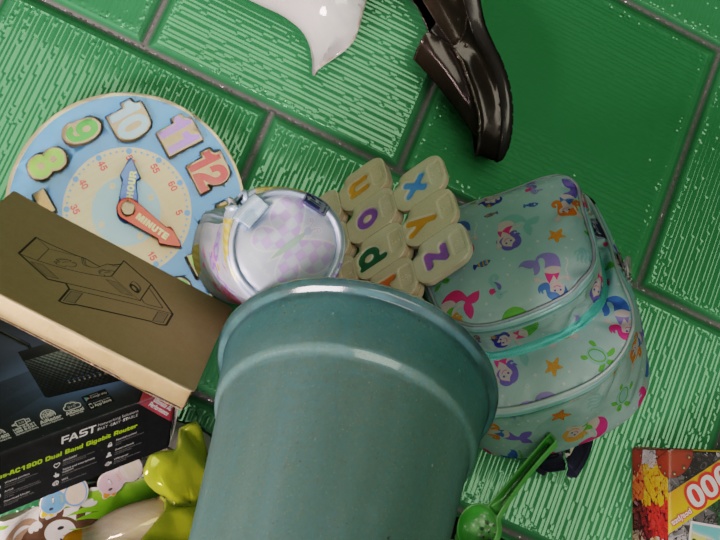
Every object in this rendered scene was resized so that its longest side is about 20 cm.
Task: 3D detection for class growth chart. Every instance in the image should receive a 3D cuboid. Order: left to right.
[{"bbox_3d":[-0.220,0.217,0.837,0.198,0.018,0.146,-24,128,-15],"label":"growth chart"}]

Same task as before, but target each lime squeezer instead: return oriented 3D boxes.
[{"bbox_3d":[0.067,0.197,0.803,0.199,0.071,0.038,-31,65,-11],"label":"lime squeezer"}]

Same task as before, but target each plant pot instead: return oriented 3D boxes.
[{"bbox_3d":[-0.019,0.145,0.692,0.198,0.201,0.197,22,45,-8],"label":"plant pot"}]

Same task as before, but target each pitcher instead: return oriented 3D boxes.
[{"bbox_3d":[-0.060,-0.295,0.941,0.200,0.121,0.172,43,55,-14],"label":"pitcher"}]

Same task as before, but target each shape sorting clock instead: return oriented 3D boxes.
[{"bbox_3d":[-0.193,-0.049,0.907,0.197,0.039,0.203,2,82,-12],"label":"shape sorting clock"}]

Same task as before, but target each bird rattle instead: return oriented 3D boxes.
[{"bbox_3d":[-0.133,0.213,0.831,0.161,0.201,0.114,-17,52,1],"label":"bird rattle"}]

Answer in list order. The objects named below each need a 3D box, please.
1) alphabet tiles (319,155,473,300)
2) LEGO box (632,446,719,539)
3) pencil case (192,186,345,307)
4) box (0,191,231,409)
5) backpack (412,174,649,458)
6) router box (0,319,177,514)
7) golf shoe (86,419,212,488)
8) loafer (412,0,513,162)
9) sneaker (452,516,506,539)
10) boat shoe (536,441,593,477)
[{"bbox_3d":[0.000,0.000,0.871,0.195,0.201,0.015,-34,133,20],"label":"alphabet tiles"},{"bbox_3d":[0.342,0.235,0.962,0.197,0.077,0.151,4,81,-11],"label":"LEGO box"},{"bbox_3d":[-0.075,-0.014,0.815,0.090,0.200,0.084,30,82,-12],"label":"pencil case"},{"bbox_3d":[-0.198,0.016,0.810,0.198,0.164,0.021,27,109,-6],"label":"box"},{"bbox_3d":[0.131,0.037,0.858,0.176,0.151,0.202,-18,51,9],"label":"backpack"},{"bbox_3d":[-0.250,0.088,0.775,0.199,0.063,0.150,-18,46,-38],"label":"router box"},{"bbox_3d":[-0.195,0.147,0.855,0.197,0.088,0.078,12,82,-11],"label":"golf shoe"},{"bbox_3d":[0.082,-0.188,0.976,0.070,0.073,0.202,-15,81,-4],"label":"loafer"},{"bbox_3d":[0.060,0.270,0.809,0.078,0.076,0.201,11,48,25],"label":"sneaker"},{"bbox_3d":[0.175,0.083,0.960,0.093,0.074,0.201,57,46,-43],"label":"boat shoe"}]
